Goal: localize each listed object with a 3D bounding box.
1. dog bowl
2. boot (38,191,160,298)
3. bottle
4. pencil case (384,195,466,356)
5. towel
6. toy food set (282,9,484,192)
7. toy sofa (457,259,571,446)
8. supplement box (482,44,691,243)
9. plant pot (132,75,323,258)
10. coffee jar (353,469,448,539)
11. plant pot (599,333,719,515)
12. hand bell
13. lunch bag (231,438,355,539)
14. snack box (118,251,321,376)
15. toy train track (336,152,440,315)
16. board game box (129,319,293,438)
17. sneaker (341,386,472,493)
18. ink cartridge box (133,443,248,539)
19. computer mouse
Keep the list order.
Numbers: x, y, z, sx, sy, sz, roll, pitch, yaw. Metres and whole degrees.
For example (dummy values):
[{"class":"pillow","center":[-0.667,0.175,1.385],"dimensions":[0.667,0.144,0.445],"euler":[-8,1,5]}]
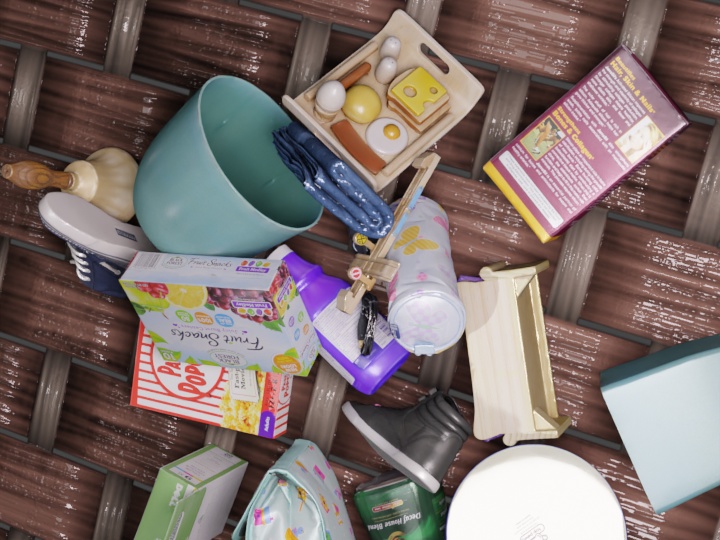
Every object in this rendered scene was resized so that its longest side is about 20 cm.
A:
[{"class":"dog bowl","center":[0.191,0.295,1.319],"dimensions":[0.198,0.079,0.202],"euler":[-2,73,6]},{"class":"boot","center":[-0.326,-0.022,1.447],"dimensions":[0.090,0.200,0.073],"euler":[-41,51,18]},{"class":"bottle","center":[-0.035,0.053,1.415],"dimensions":[0.200,0.065,0.083],"euler":[43,63,9]},{"class":"pencil case","center":[0.066,0.002,1.318],"dimensions":[0.082,0.201,0.091],"euler":[-12,127,5]},{"class":"towel","center":[-0.034,-0.098,1.304],"dimensions":[0.049,0.200,0.112],"euler":[-47,115,2]},{"class":"toy food set","center":[0.028,-0.194,1.334],"dimensions":[0.143,0.060,0.200],"euler":[44,62,9]},{"class":"toy sofa","center":[0.172,0.090,1.351],"dimensions":[0.097,0.083,0.202],"euler":[-8,93,22]},{"class":"supplement box","center":[0.247,-0.135,1.304],"dimensions":[0.200,0.086,0.111],"euler":[-41,82,17]},{"class":"plant pot","center":[-0.167,-0.096,1.390],"dimensions":[0.161,0.200,0.201],"euler":[-33,85,29]},{"class":"coffee jar","center":[0.070,0.335,1.405],"dimensions":[0.104,0.085,0.201],"euler":[-20,89,18]},{"class":"plant pot","center":[0.374,0.142,1.268],"dimensions":[0.199,0.141,0.142],"euler":[-24,88,11]},{"class":"hand bell","center":[-0.360,-0.108,1.434],"dimensions":[0.103,0.200,0.105],"euler":[-1,88,24]},{"class":"lunch bag","center":[-0.073,0.308,1.403],"dimensions":[0.121,0.170,0.202],"euler":[-9,92,11]},{"class":"snack box","center":[-0.159,0.049,1.368],"dimensions":[0.199,0.053,0.143],"euler":[4,138,26]},{"class":"toy train track","center":[0.023,-0.047,1.305],"dimensions":[0.032,0.115,0.201],"euler":[34,81,-23]},{"class":"board game box","center":[-0.180,0.111,1.485],"dimensions":[0.198,0.046,0.153],"euler":[10,98,17]},{"class":"sneaker","center":[0.058,0.175,1.381],"dimensions":[0.099,0.200,0.071],"euler":[-47,122,-10]},{"class":"ink cartridge box","center":[-0.213,0.283,1.430],"dimensions":[0.059,0.200,0.104],"euler":[24,101,14]},{"class":"computer mouse","center":[0.000,0.000,1.380],"dimensions":[0.034,0.059,0.202],"euler":[5,68,-13]}]
